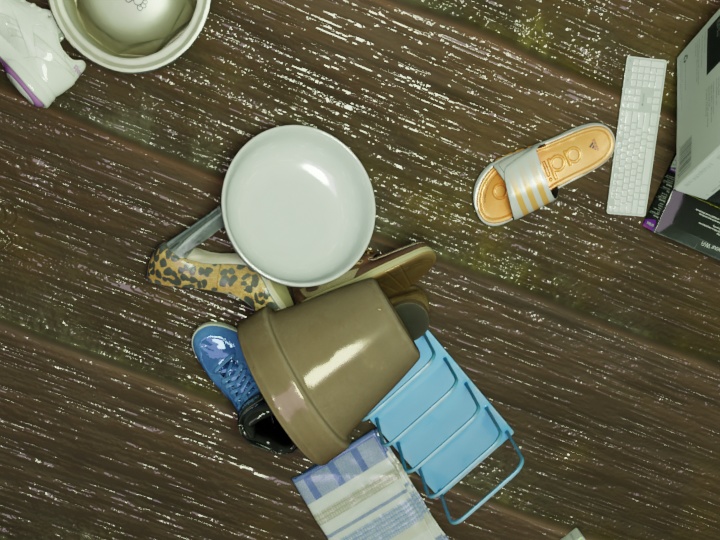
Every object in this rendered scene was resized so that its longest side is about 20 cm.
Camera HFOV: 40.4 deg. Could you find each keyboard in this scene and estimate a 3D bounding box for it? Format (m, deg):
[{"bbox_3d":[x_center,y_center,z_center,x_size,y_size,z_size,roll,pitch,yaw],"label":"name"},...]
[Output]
[{"bbox_3d":[0.361,-0.174,1.280,0.055,0.011,0.205,4,100,-4],"label":"keyboard"}]

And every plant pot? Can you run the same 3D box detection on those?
[{"bbox_3d":[-0.026,0.102,1.174,0.173,0.200,0.202,-32,100,2],"label":"plant pot"}]

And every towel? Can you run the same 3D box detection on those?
[{"bbox_3d":[0.015,0.332,1.347,0.145,0.024,0.202,-32,98,5],"label":"towel"}]

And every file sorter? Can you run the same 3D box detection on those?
[{"bbox_3d":[0.100,0.202,1.274,0.138,0.123,0.201,-40,102,4],"label":"file sorter"}]

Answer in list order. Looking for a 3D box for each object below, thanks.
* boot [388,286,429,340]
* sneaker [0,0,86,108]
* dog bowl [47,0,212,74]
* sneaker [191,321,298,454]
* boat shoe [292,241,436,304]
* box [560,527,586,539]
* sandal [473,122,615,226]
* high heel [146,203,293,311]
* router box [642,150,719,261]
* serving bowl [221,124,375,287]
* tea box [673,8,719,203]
[{"bbox_3d":[0.004,0.081,1.284,0.197,0.076,0.074,-24,111,17],"label":"boot"},{"bbox_3d":[-0.418,-0.301,1.195,0.099,0.075,0.201,-39,101,-15],"label":"sneaker"},{"bbox_3d":[-0.274,-0.342,1.184,0.195,0.074,0.205,-1,100,-4],"label":"dog bowl"},{"bbox_3d":[-0.143,0.153,1.260,0.076,0.111,0.201,-39,100,5],"label":"sneaker"},{"bbox_3d":[0.000,0.000,1.258,0.197,0.072,0.073,-26,63,16],"label":"boat shoe"},{"bbox_3d":[0.272,0.481,1.382,0.199,0.036,0.145,-38,100,5],"label":"box"},{"bbox_3d":[0.238,-0.129,1.256,0.204,0.059,0.080,-30,100,3],"label":"sandal"},{"bbox_3d":[-0.177,0.031,1.267,0.141,0.072,0.202,-32,103,14],"label":"high heel"},{"bbox_3d":[0.492,-0.086,1.281,0.197,0.051,0.152,22,100,-7],"label":"router box"},{"bbox_3d":[-0.082,-0.076,1.229,0.196,0.066,0.205,3,80,-17],"label":"serving bowl"},{"bbox_3d":[0.496,-0.187,1.178,0.193,0.134,0.204,14,66,-7],"label":"tea box"}]
